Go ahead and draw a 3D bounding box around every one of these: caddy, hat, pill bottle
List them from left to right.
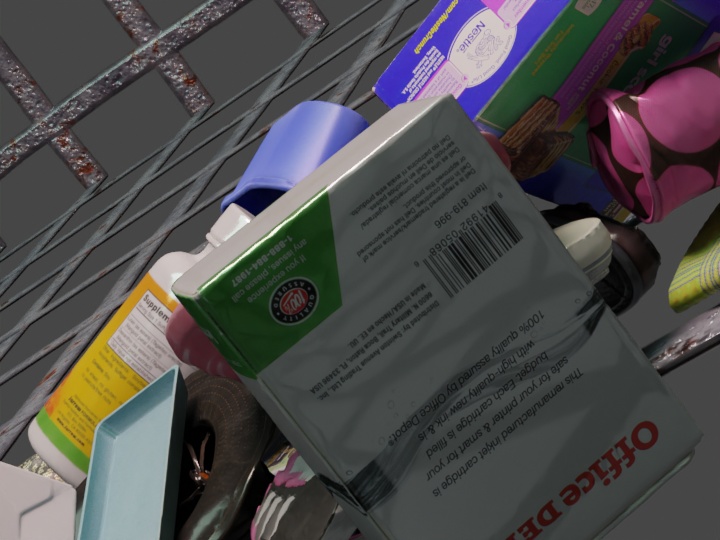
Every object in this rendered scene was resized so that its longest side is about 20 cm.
[{"bbox_3d":[-0.099,0.151,1.096,0.201,0.081,0.201,-35,29,24],"label":"hat"},{"bbox_3d":[-0.111,0.059,1.252,0.200,0.111,0.111,-52,12,2],"label":"pill bottle"},{"bbox_3d":[-0.022,-0.040,1.427,0.105,0.141,0.200,-63,11,-16],"label":"caddy"}]

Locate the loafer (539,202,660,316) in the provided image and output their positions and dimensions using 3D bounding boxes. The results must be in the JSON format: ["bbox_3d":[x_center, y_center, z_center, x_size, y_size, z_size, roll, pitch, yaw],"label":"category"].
[{"bbox_3d":[0.123,-0.013,1.140,0.063,0.072,0.200,-37,9,-19],"label":"loafer"}]

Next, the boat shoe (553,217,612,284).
[{"bbox_3d":[0.079,0.035,1.076,0.070,0.072,0.201,-38,2,-42],"label":"boat shoe"}]

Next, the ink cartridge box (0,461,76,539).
[{"bbox_3d":[-0.232,0.212,1.086,0.200,0.067,0.116,-51,30,33],"label":"ink cartridge box"}]

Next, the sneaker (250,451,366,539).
[{"bbox_3d":[0.020,0.110,0.975,0.200,0.086,0.080,-54,24,18],"label":"sneaker"}]

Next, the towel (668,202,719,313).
[{"bbox_3d":[0.256,-0.047,1.002,0.200,0.023,0.144,-25,18,46],"label":"towel"}]

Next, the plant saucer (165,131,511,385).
[{"bbox_3d":[-0.003,0.003,1.004,0.200,0.051,0.201,-30,-11,-7],"label":"plant saucer"}]

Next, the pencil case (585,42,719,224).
[{"bbox_3d":[0.214,-0.104,1.072,0.200,0.091,0.094,-29,33,-14],"label":"pencil case"}]

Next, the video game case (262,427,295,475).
[{"bbox_3d":[-0.027,0.097,1.267,0.200,0.018,0.143,-25,16,44],"label":"video game case"}]

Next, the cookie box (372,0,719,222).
[{"bbox_3d":[0.132,-0.125,1.111,0.171,0.075,0.200,-51,-33,17],"label":"cookie box"}]

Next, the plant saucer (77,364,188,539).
[{"bbox_3d":[-0.123,0.134,1.044,0.070,0.019,0.200,-36,29,23],"label":"plant saucer"}]

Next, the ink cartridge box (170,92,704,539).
[{"bbox_3d":[0.034,0.043,0.878,0.147,0.200,0.083,-38,10,-10],"label":"ink cartridge box"}]

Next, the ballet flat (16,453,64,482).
[{"bbox_3d":[-0.297,0.213,1.500,0.200,0.068,0.075,-35,28,1],"label":"ballet flat"}]
